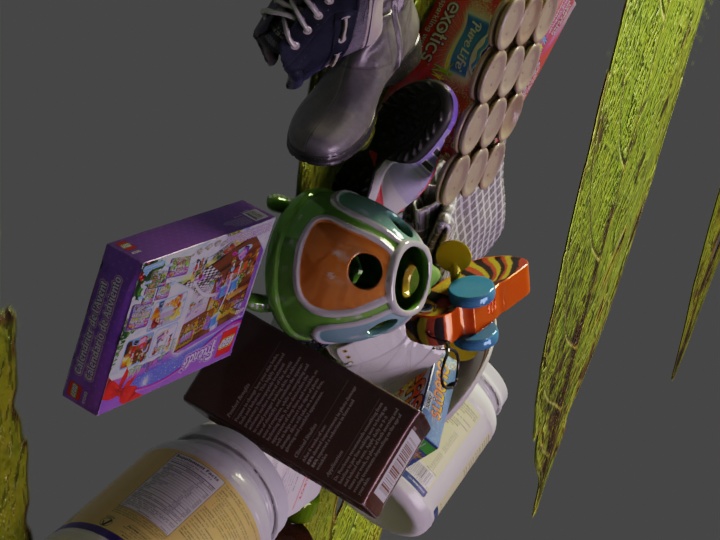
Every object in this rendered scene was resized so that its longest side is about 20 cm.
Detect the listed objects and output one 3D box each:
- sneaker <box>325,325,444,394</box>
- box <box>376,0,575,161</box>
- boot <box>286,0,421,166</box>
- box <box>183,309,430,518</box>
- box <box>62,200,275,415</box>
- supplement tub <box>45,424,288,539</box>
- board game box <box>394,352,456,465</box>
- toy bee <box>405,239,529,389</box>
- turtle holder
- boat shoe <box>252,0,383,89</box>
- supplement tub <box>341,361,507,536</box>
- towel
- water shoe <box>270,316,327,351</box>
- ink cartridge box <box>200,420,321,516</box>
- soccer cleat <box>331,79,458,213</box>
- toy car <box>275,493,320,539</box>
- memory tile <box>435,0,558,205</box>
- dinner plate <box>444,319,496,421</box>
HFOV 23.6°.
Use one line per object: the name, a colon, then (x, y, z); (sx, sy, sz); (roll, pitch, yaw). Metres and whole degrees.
sneaker: (-0.016, 0.099, 1.792); (0.200, 0.074, 0.115); (-44, 128, 17)
box: (0.112, -0.204, 1.649); (0.201, 0.099, 0.095); (-61, 160, 0)
boot: (-0.007, -0.192, 1.446); (0.132, 0.069, 0.200); (90, 23, -48)
box: (-0.048, 0.129, 1.547); (0.100, 0.199, 0.075); (-57, 162, -10)
box: (-0.152, 0.026, 1.394); (0.200, 0.039, 0.137); (-23, 136, -60)
supplement tub: (-0.167, 0.236, 1.476); (0.200, 0.145, 0.146); (-41, 151, -45)
board game box: (0.045, 0.137, 1.831); (0.135, 0.034, 0.200); (-36, -157, 35)
toy bee: (0.084, 0.033, 1.713); (0.200, 0.108, 0.132); (-13, 112, -60)
turtle holder: (-0.005, 0.008, 1.532); (0.186, 0.131, 0.141); (56, 48, -52)
boat shoe: (-0.034, -0.204, 1.295); (0.093, 0.075, 0.200); (-37, 161, -11)
supplement tub: (0.067, 0.189, 1.983); (0.200, 0.145, 0.145); (-52, 158, -25)
towel: (0.088, -0.052, 1.810); (0.166, 0.085, 0.200); (-50, 157, -32)
water shoe: (-0.019, 0.034, 1.669); (0.200, 0.079, 0.072); (-54, 158, -20)
ink cartridge box: (-0.097, 0.191, 1.703); (0.200, 0.067, 0.117); (-18, 133, -60)
soccer cleat: (0.045, -0.109, 1.562); (0.073, 0.068, 0.200); (-4, 152, -32)
toy car: (-0.055, 0.342, 1.806); (0.158, 0.199, 0.165); (-11, 127, -65)
memory tile: (0.122, -0.159, 1.553); (0.153, 0.017, 0.201); (-27, 138, -63)
dinner plate: (0.082, 0.123, 1.865); (0.200, 0.024, 0.200); (-42, -159, 20)
